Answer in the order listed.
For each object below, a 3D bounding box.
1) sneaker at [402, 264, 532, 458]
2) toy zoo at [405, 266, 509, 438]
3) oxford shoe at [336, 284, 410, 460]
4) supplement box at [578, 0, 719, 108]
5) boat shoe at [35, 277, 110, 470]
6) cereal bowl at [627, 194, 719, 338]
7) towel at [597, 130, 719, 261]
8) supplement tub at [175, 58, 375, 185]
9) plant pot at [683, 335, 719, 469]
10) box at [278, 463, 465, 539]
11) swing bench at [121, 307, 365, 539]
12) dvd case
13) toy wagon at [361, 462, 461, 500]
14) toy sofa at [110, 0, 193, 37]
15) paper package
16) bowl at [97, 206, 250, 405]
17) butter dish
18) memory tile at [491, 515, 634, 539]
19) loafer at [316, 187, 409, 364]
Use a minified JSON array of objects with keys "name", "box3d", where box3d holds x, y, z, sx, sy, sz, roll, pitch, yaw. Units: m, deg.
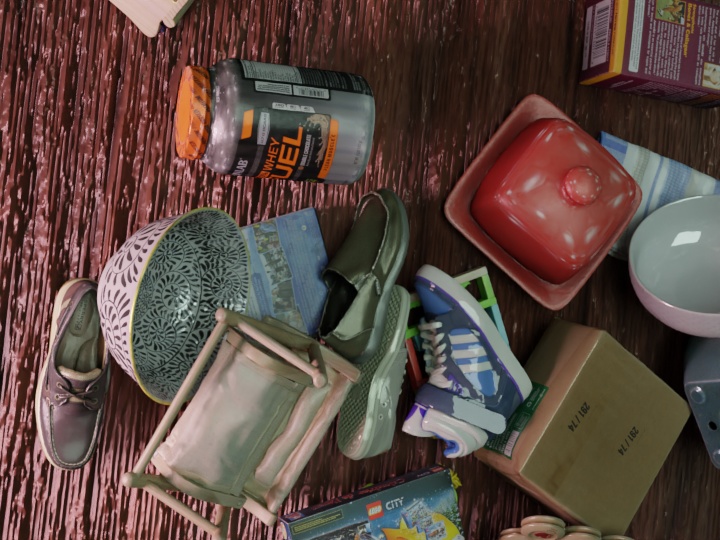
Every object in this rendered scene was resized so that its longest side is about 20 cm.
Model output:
[{"name":"sneaker","box3d":[0.088,0.112,1.286,0.146,0.080,0.201,-41,101,-15]},{"name":"toy zoo","box3d":[0.119,0.111,1.363,0.130,0.020,0.202,-19,96,-20]},{"name":"oxford shoe","box3d":[0.023,0.117,1.306,0.057,0.075,0.203,17,83,-38]},{"name":"supplement box","box3d":[0.380,-0.275,1.426,0.198,0.086,0.112,8,87,-19]},{"name":"boat shoe","box3d":[-0.296,0.108,1.189,0.072,0.065,0.203,2,88,-19]},{"name":"cereal bowl","box3d":[0.422,0.005,1.379,0.199,0.200,0.084,-32,139,-17]},{"name":"towel","box3d":[0.369,-0.076,1.454,0.198,0.024,0.149,20,82,-18]},{"name":"supplement tub","box3d":[-0.093,-0.160,1.235,0.197,0.122,0.124,3,89,-19]},{"name":"plant pot","box3d":[0.500,0.139,1.378,0.199,0.195,0.198,-28,99,-39]},{"name":"box","box3d":[0.020,0.311,1.276,0.198,0.038,0.138,-14,94,-20]},{"name":"swing bench","box3d":[-0.113,0.158,1.183,0.129,0.200,0.200,32,92,11]},{"name":"dvd case","box3d":[-0.123,0.024,1.278,0.198,0.018,0.144,-17,96,-20]},{"name":"toy wagon","box3d":[0.053,0.313,1.328,0.155,0.040,0.201,41,77,-15]},{"name":"toy sofa","box3d":[-0.253,-0.350,1.209,0.199,0.097,0.083,38,53,-15]},{"name":"paper package","box3d":[0.265,0.189,1.363,0.190,0.103,0.201,38,78,-23]},{"name":"bowl","box3d":[-0.205,0.026,1.171,0.200,0.093,0.203,-38,135,-51]},{"name":"butter dish","box3d":[0.233,-0.087,1.329,0.199,0.148,0.201,41,78,-7]},{"name":"memory tile","box3d":[0.251,0.334,1.347,0.198,0.153,0.017,17,57,-18]},{"name":"loafer","box3d":[0.000,0.000,1.280,0.069,0.075,0.203,19,75,-35]}]
